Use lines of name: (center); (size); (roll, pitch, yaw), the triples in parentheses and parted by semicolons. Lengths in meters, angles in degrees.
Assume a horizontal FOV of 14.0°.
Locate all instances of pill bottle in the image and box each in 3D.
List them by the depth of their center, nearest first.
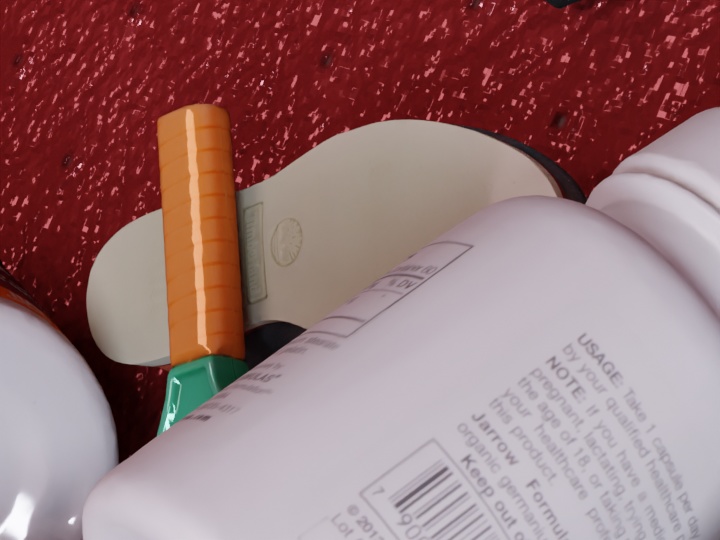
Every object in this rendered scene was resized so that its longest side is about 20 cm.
pill bottle: (0.040, 0.047, 0.732); (0.200, 0.115, 0.114); (-35, 32, -23)
pill bottle: (-0.158, 0.041, 0.980); (0.114, 0.114, 0.200); (-61, 23, 3)

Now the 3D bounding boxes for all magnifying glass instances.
magnifying glass: (-0.045, 0.048, 0.878); (0.079, 0.022, 0.201); (-19, 67, 44)

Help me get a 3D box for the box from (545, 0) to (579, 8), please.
box: (0.089, -0.185, 0.836); (0.200, 0.148, 0.125); (-19, 55, 42)

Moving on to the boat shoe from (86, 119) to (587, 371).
boat shoe: (0.000, 0.000, 0.902); (0.200, 0.062, 0.071); (-13, 72, 44)
